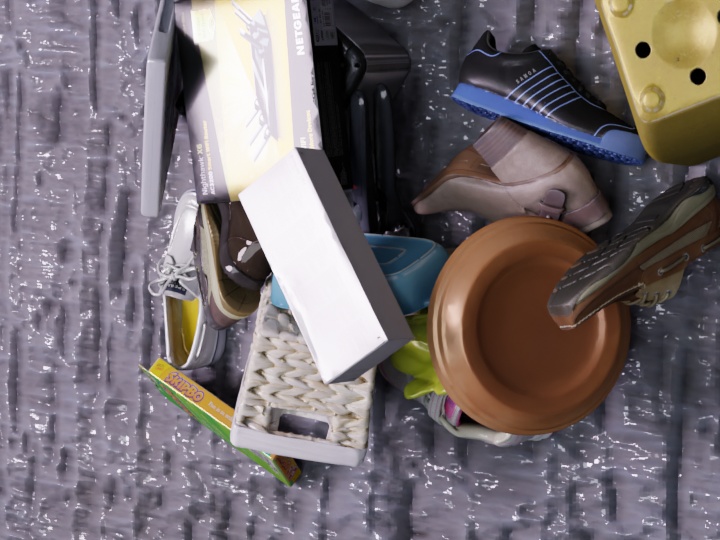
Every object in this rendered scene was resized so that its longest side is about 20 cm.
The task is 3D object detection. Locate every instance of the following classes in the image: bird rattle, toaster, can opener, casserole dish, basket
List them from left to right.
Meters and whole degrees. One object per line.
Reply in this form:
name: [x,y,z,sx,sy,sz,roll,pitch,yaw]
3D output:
toaster: [-0.069,-0.200,1.516,0.180,0.118,0.201,38,115,19]
basket: [-0.049,0.089,1.483,0.134,0.200,0.125,9,109,-2]
casserole dish: [0.000,0.000,1.424,0.199,0.121,0.039,5,117,37]
can opener: [0.012,-0.089,1.478,0.078,0.063,0.201,30,139,40]
bird rattle: [0.110,0.030,1.437,0.113,0.198,0.164,80,164,-44]

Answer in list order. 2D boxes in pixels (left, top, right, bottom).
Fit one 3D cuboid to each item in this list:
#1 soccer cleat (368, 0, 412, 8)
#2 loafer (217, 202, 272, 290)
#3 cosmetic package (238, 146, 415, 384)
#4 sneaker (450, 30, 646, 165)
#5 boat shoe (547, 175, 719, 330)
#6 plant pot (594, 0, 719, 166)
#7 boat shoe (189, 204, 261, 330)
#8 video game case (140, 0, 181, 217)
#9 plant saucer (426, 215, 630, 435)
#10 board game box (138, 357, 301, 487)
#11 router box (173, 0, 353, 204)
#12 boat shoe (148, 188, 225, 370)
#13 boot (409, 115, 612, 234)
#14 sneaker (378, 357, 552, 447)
soccer cleat: [-0.022,-0.335,1.486,0.200,0.086,0.070,41,116,19]
loafer: [-0.104,-0.068,1.543,0.071,0.073,0.201,-40,40,29]
cosmetic package: [-0.032,-0.005,1.351,0.082,0.050,0.201,-36,70,32]
sneaker: [0.185,-0.164,1.402,0.199,0.070,0.079,23,89,16]
boat shoe: [0.257,-0.005,1.329,0.074,0.199,0.076,57,162,-10]
plant pot: [0.299,-0.200,1.252,0.194,0.199,0.196,-19,88,32]
boat shoe: [-0.152,-0.030,1.587,0.066,0.071,0.202,-37,49,37]
video game case: [-0.202,-0.189,1.536,0.023,0.183,0.201,7,134,-4]
plant saucer: [0.159,0.051,1.355,0.037,0.198,0.202,180,79,-74]
board game box: [-0.156,0.164,1.645,0.199,0.096,0.030,29,73,22]
router box: [-0.094,-0.170,1.436,0.156,0.052,0.202,-4,96,31]
boat shoe: [-0.195,0.013,1.644,0.074,0.086,0.204,11,104,28]
boot: [0.146,-0.060,1.441,0.146,0.070,0.200,43,148,-4]
sneaker: [0.097,0.115,1.487,0.199,0.088,0.082,21,108,26]
